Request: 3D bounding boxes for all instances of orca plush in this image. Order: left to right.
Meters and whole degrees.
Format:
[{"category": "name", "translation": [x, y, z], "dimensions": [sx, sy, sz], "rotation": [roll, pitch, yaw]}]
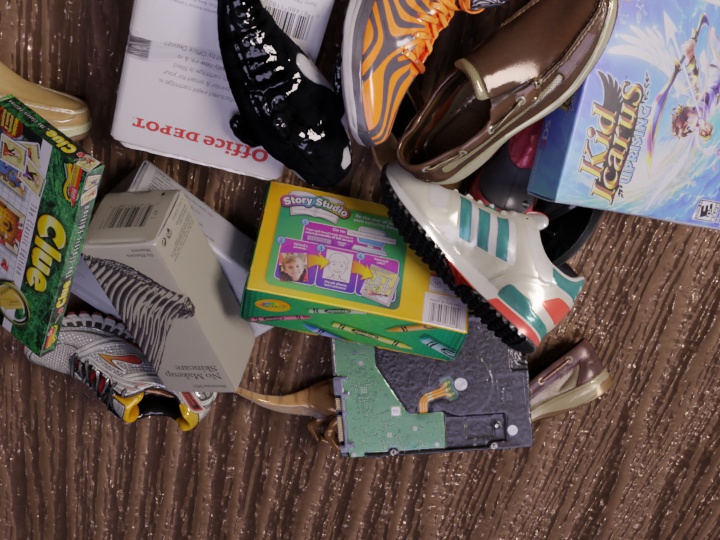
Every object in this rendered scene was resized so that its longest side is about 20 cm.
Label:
[{"category": "orca plush", "translation": [-0.052, -0.133, 0.686], "dimensions": [0.104, 0.071, 0.201], "rotation": [-11, 129, -2]}]

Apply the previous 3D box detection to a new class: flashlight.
[{"category": "flashlight", "translation": [0.148, -0.115, 0.799], "dimensions": [0.068, 0.068, 0.201], "rotation": [-9, 135, -42]}]

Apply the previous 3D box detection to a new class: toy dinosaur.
[{"category": "toy dinosaur", "translation": [-0.042, 0.144, 1.007], "dimensions": [0.198, 0.060, 0.107], "rotation": [-10, 106, -5]}]

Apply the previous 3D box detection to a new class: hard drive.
[{"category": "hard drive", "translation": [0.072, 0.115, 0.950], "dimensions": [0.198, 0.038, 0.141], "rotation": [-5, 93, 3]}]

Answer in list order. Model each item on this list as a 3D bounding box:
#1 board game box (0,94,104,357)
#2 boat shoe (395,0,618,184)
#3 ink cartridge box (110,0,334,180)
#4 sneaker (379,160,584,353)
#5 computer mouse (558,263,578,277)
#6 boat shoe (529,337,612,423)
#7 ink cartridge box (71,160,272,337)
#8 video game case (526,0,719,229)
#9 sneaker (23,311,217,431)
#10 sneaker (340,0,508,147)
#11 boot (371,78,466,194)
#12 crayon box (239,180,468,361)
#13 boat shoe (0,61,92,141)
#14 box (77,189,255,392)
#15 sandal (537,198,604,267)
[{"category": "board game box", "translation": [-0.275, -0.031, 0.766], "dimensions": [0.104, 0.023, 0.201], "rotation": [34, 124, 12]}, {"category": "boat shoe", "translation": [0.103, -0.138, 0.687], "dimensions": [0.203, 0.075, 0.075], "rotation": [-49, 155, 27]}, {"category": "ink cartridge box", "translation": [-0.107, -0.189, 0.737], "dimensions": [0.145, 0.085, 0.201], "rotation": [13, 124, -13]}, {"category": "sneaker", "translation": [0.104, -0.029, 0.788], "dimensions": [0.093, 0.070, 0.200], "rotation": [-41, 82, -11]}, {"category": "computer mouse", "translation": [0.126, 0.006, 0.919], "dimensions": [0.198, 0.034, 0.059], "rotation": [9, 126, -8]}, {"category": "boat shoe", "translation": [0.166, 0.130, 0.998], "dimensions": [0.199, 0.072, 0.072], "rotation": [-26, 93, 25]}, {"category": "ink cartridge box", "translation": [-0.181, 0.005, 0.901], "dimensions": [0.200, 0.044, 0.173], "rotation": [38, 134, -26]}, {"category": "video game case", "translation": [0.240, -0.143, 0.741], "dimensions": [0.180, 0.045, 0.202], "rotation": [6, 103, -24]}, {"category": "sneaker", "translation": [-0.241, 0.102, 0.929], "dimensions": [0.198, 0.083, 0.078], "rotation": [15, 139, -1]}, {"category": "sneaker", "translation": [0.052, -0.188, 0.685], "dimensions": [0.111, 0.078, 0.202], "rotation": [8, 87, 14]}, {"category": "boot", "translation": [0.042, -0.110, 0.807], "dimensions": [0.073, 0.076, 0.201], "rotation": [-25, 126, 9]}, {"category": "crayon box", "translation": [0.000, 0.000, 0.840], "dimensions": [0.198, 0.120, 0.058], "rotation": [12, 146, -4]}, {"category": "boat shoe", "translation": [-0.321, -0.156, 0.767], "dimensions": [0.198, 0.072, 0.077], "rotation": [8, 109, -10]}, {"category": "box", "translation": [-0.168, 0.024, 0.834], "dimensions": [0.081, 0.069, 0.201], "rotation": [-2, 136, 19]}, {"category": "sandal", "translation": [0.198, -0.092, 0.829], "dimensions": [0.048, 0.076, 0.201], "rotation": [19, 114, -24]}]
